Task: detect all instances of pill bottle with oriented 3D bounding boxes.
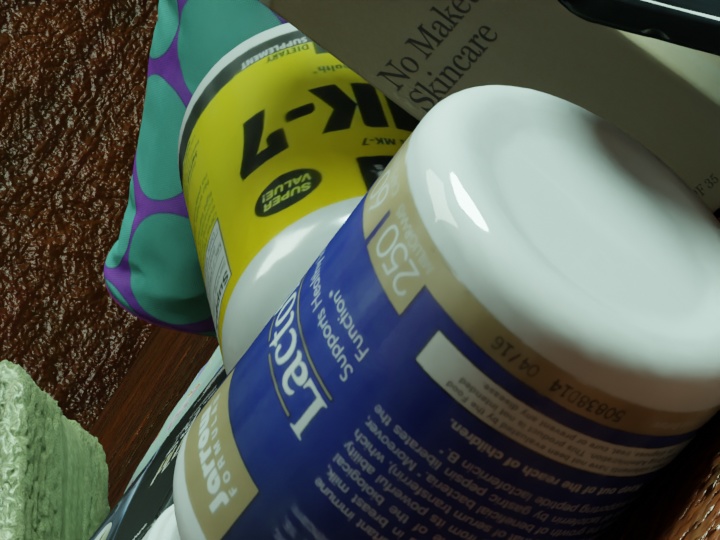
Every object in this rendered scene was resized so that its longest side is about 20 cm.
[{"bbox_3d":[0.000,0.000,1.006,0.114,0.114,0.200,-53,28,20],"label":"pill bottle"},{"bbox_3d":[0.016,0.053,0.805,0.200,0.115,0.116,-52,7,31],"label":"pill bottle"}]

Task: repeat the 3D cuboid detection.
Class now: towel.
[{"bbox_3d":[-0.157,0.156,1.323,0.148,0.036,0.201,59,-152,-65],"label":"towel"}]

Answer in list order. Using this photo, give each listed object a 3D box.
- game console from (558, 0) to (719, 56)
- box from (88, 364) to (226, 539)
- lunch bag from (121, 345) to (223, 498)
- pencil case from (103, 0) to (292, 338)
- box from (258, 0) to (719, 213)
[{"bbox_3d":[0.165,-0.152,0.775,0.117,0.175,0.200,90,-158,-45],"label":"game console"},{"bbox_3d":[-0.076,0.143,1.171,0.200,0.086,0.164,-52,6,33],"label":"box"},{"bbox_3d":[-0.044,0.070,1.362,0.200,0.077,0.160,-55,5,1],"label":"lunch bag"},{"bbox_3d":[-0.051,-0.072,1.126,0.092,0.085,0.201,44,131,45],"label":"pencil case"},{"bbox_3d":[0.050,-0.099,0.939,0.095,0.200,0.078,-48,9,47],"label":"box"}]
